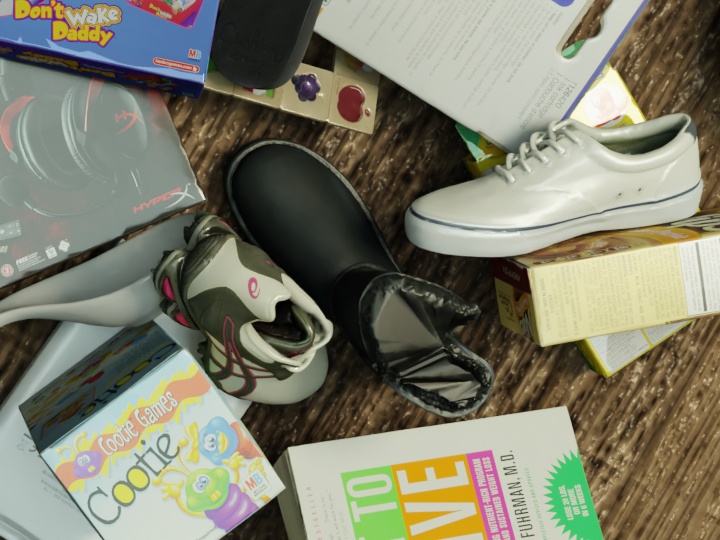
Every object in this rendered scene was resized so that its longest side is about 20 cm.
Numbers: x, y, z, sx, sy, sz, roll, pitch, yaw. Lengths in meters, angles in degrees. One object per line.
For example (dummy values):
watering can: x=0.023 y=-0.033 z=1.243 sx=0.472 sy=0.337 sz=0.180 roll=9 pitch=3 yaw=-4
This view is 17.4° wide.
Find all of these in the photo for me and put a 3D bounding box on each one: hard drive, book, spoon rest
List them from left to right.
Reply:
spoon rest: x=-0.178 y=0.024 z=1.462 sx=0.200 sy=0.099 sz=0.061 roll=-37 pitch=108 yaw=5
hard drive: x=-0.159 y=0.098 z=1.525 sx=0.132 sy=0.025 sz=0.200 roll=36 pitch=87 yaw=-12
book: x=0.055 y=0.169 z=1.532 sx=0.199 sy=0.048 sz=0.134 roll=-8 pitch=69 yaw=-19

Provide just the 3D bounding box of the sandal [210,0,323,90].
sandal: x=-0.041 y=-0.208 z=1.428 sx=0.076 sy=0.043 sz=0.201 roll=15 pitch=95 yaw=23

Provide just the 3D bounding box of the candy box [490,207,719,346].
candy box: x=0.192 y=0.000 z=1.495 sx=0.199 sy=0.115 sz=0.055 roll=-11 pitch=98 yaw=-8

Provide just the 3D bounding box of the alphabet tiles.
alphabet tiles: x=-0.053 y=-0.201 z=1.498 sx=0.167 sy=0.008 sz=0.201 roll=14 pitch=75 yaw=-25

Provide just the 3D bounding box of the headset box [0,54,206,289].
headset box: x=-0.204 y=-0.105 z=1.470 sx=0.148 sy=0.075 sz=0.200 roll=-23 pitch=93 yaw=-11

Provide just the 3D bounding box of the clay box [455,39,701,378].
clay box: x=0.154 y=-0.044 z=1.568 sx=0.115 sy=0.048 sz=0.200 roll=-33 pitch=99 yaw=-5

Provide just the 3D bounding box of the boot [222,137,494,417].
boot: x=0.000 y=0.000 z=1.479 sx=0.076 sy=0.168 sz=0.200 roll=-39 pitch=100 yaw=-6

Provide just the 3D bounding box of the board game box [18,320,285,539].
board game box: x=-0.129 y=0.105 z=1.416 sx=0.105 sy=0.200 sz=0.103 roll=-36 pitch=100 yaw=-6

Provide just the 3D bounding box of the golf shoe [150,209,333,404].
golf shoe: x=-0.056 y=0.043 z=1.449 sx=0.088 sy=0.200 sz=0.077 roll=29 pitch=79 yaw=30

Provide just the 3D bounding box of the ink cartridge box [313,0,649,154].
ink cartridge box: x=0.080 y=-0.197 z=1.482 sx=0.200 sy=0.047 sz=0.198 roll=30 pitch=102 yaw=-21

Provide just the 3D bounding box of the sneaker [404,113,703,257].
sneaker: x=0.121 y=-0.060 z=1.487 sx=0.200 sy=0.073 sz=0.071 roll=-12 pitch=117 yaw=-17

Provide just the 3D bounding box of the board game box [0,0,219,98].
board game box: x=-0.180 y=-0.192 z=1.416 sx=0.199 sy=0.045 sz=0.135 roll=12 pitch=81 yaw=-6
